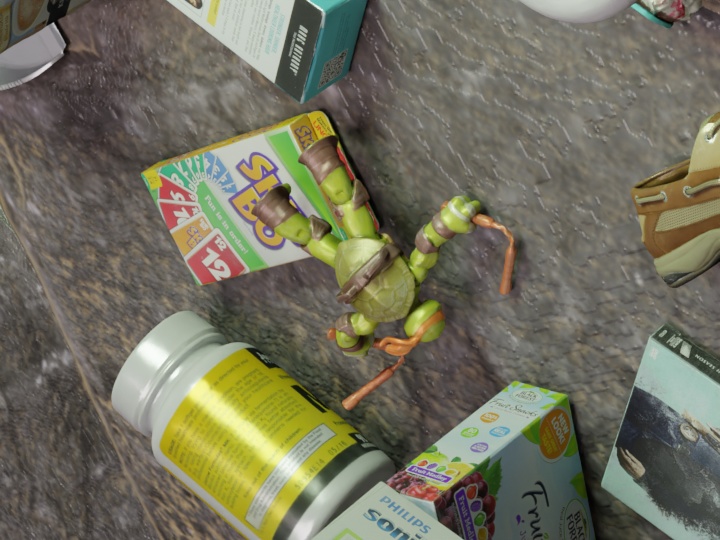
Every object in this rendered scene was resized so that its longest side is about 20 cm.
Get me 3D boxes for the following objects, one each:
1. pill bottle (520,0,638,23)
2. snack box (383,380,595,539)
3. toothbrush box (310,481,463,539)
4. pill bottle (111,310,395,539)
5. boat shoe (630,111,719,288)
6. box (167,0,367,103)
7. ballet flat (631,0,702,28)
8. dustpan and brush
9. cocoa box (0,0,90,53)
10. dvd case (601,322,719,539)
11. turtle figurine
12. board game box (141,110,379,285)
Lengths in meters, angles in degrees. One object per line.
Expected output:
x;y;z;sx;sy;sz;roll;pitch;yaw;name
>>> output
0.153;-0.214;1.228;0.115;0.200;0.116;28;135;32;pill bottle
0.096;0.197;1.635;0.053;0.142;0.201;13;127;41;snack box
0.030;0.260;1.567;0.145;0.086;0.201;34;137;24;toothbrush box
-0.081;0.126;1.791;0.200;0.114;0.115;38;139;19;pill bottle
0.218;-0.057;1.379;0.074;0.076;0.200;56;141;2;boat shoe
-0.088;-0.204;1.606;0.200;0.049;0.082;39;139;19;box
0.118;-0.209;1.388;0.200;0.076;0.064;33;106;19;ballet flat
-0.324;-0.182;1.857;0.200;0.057;0.140;-24;99;51;dustpan and brush
-0.253;-0.266;1.662;0.133;0.131;0.200;39;139;15;cocoa box
0.249;0.141;1.533;0.200;0.022;0.146;35;138;22;dvd case
0.000;0.000;1.629;0.161;0.064;0.200;46;129;6;turtle figurine
-0.072;-0.049;1.725;0.200;0.030;0.096;-15;106;47;board game box
